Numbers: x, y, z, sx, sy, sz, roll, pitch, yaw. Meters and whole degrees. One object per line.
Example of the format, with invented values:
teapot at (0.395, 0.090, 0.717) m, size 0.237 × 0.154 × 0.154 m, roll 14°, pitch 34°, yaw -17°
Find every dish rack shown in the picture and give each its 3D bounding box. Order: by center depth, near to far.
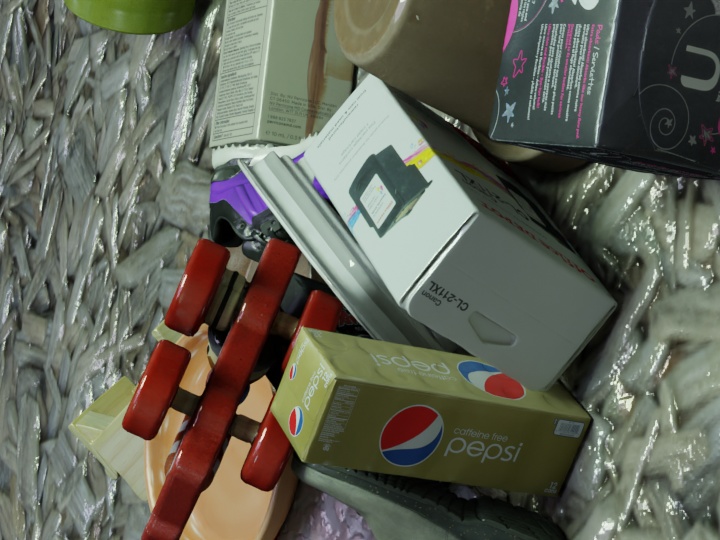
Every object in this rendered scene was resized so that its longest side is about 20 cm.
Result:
dish rack at (0.000, 0.000, 1.551) m, size 0.043 × 0.200 × 0.172 m, roll -39°, pitch 55°, yaw 1°

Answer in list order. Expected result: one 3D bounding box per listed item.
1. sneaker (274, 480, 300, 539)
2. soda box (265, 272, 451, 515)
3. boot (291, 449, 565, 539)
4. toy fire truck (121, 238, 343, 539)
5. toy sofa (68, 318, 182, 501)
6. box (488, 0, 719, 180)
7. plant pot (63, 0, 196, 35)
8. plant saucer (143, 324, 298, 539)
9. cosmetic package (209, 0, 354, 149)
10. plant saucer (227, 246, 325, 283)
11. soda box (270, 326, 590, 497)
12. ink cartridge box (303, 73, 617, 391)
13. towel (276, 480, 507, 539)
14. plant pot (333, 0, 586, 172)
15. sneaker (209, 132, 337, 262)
sneaker at (-0.064, 0.187, 1.744) m, size 0.116 × 0.078 × 0.200 m, roll -56°, pitch 47°, yaw 23°
soda box at (-0.007, 0.089, 1.549) m, size 0.071 × 0.063 × 0.200 m, roll -52°, pitch 47°, yaw 16°
boot at (0.028, 0.201, 1.438) m, size 0.068 × 0.198 × 0.132 m, roll -50°, pitch -17°, yaw -75°
toy fire truck at (-0.097, 0.083, 1.499) m, size 0.168 × 0.111 × 0.201 m, roll 121°, pitch 171°, yaw -59°
toy sofa at (-0.159, 0.106, 1.851) m, size 0.083 × 0.098 × 0.200 m, roll -45°, pitch -1°, yaw -43°
box at (0.177, -0.164, 1.324) m, size 0.114 × 0.131 × 0.202 m, roll 12°, pitch 93°, yaw 58°
plant pot at (-0.210, -0.338, 2.064) m, size 0.201 × 0.198 × 0.194 m, roll -122°, pitch 37°, yaw -51°
plant saucer at (-0.103, 0.138, 1.680) m, size 0.199 × 0.037 × 0.202 m, roll -9°, pitch 78°, yaw 52°
cosmetic package at (-0.060, -0.197, 1.821) m, size 0.103 × 0.087 × 0.202 m, roll -1°, pitch 82°, yaw 63°
plant saucer at (-0.076, 0.033, 1.837) m, size 0.200 × 0.034 × 0.202 m, roll -29°, pitch 56°, yaw 55°
soda box at (0.046, 0.093, 1.413) m, size 0.068 × 0.198 × 0.064 m, roll 51°, pitch 124°, yaw 54°
ink cartridge box at (0.066, -0.027, 1.459) m, size 0.083 × 0.145 × 0.200 m, roll -50°, pitch 36°, yaw 12°
towel at (0.009, 0.201, 1.582) m, size 0.191 × 0.032 × 0.201 m, roll 38°, pitch 113°, yaw 46°
plant pot at (0.080, -0.179, 1.466) m, size 0.200 × 0.173 × 0.202 m, roll -30°, pitch 55°, yaw 56°
sneaker at (-0.050, -0.050, 1.738) m, size 0.199 × 0.069 × 0.100 m, roll -3°, pitch 71°, yaw 47°
